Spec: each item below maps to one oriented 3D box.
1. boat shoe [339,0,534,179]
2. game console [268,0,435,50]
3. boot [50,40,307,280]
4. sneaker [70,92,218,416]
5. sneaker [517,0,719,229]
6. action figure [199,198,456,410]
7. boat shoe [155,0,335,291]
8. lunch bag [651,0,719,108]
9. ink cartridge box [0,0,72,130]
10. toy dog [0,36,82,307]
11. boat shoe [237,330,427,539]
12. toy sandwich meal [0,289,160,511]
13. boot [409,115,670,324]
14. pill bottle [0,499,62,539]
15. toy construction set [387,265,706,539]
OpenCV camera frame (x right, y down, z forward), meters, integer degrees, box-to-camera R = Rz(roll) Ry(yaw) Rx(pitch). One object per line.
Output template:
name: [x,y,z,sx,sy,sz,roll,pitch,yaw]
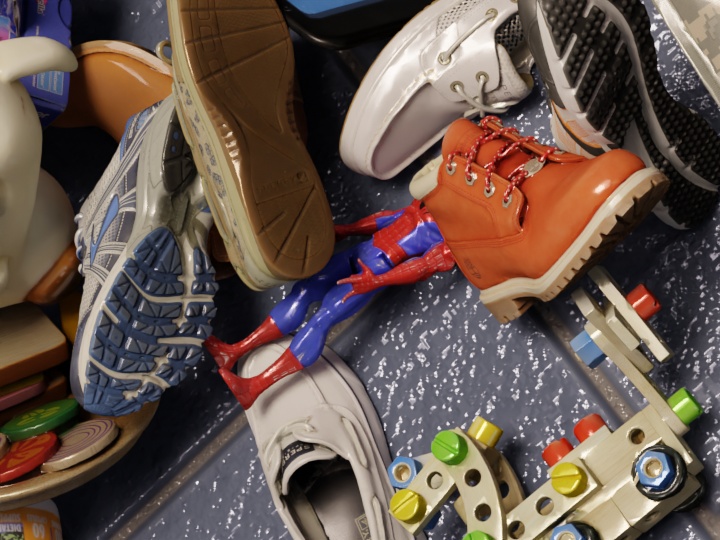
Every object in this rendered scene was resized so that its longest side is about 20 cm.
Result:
boat shoe: [0.070,-0.123,1.501,0.200,0.071,0.069,-49,60,8]
game console: [-0.009,-0.233,1.548,0.200,0.116,0.176,40,98,30]
boot: [-0.123,-0.065,1.597,0.199,0.074,0.155,-10,79,32]
sneaker: [-0.128,-0.009,1.514,0.085,0.077,0.201,-2,64,49]
sneaker: [0.123,-0.094,1.396,0.080,0.200,0.074,16,63,40]
action figure: [0.000,0.000,1.501,0.200,0.052,0.065,-33,36,-1]
boat shoe: [-0.074,-0.087,1.473,0.063,0.073,0.201,-21,81,56]
lunch bag: [0.273,-0.105,1.351,0.164,0.118,0.201,-32,79,17]
ink cartridge box: [-0.238,-0.141,1.618,0.200,0.076,0.137,-32,50,49]
toy dog: [-0.238,-0.047,1.524,0.139,0.200,0.194,37,78,24]
boat shoe: [-0.025,0.114,1.495,0.072,0.066,0.201,-33,63,18]
toy sandwich meal: [-0.215,0.069,1.559,0.204,0.205,0.071,5,121,30]
boot: [0.088,-0.040,1.391,0.075,0.200,0.107,-38,93,-24]
pill bottle: [-0.223,0.240,1.546,0.112,0.112,0.201,-19,69,24]
toy construction set: [0.110,0.096,1.417,0.200,0.092,0.131,-48,59,23]
